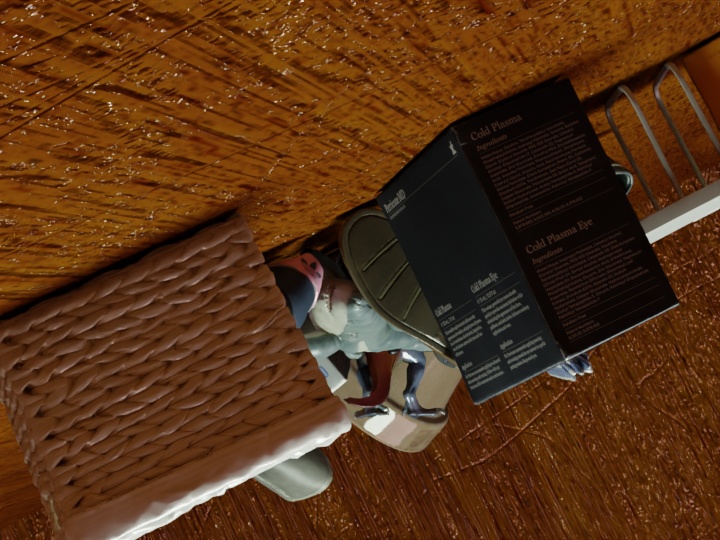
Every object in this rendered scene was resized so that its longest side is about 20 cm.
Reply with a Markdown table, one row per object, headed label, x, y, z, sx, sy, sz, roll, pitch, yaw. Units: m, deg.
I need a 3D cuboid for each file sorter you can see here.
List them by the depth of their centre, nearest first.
| label | x | y | z | sx | sy | sz | roll | pitch | yaw |
| --- | --- | --- | --- | --- | --- | --- | --- | --- | --- |
| file sorter | 0.200 | -0.072 | 1.673 | 0.199 | 0.125 | 0.139 | -27 | 174 | -1 |

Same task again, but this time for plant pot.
| label | x | y | z | sx | sy | sz | roll | pitch | yaw |
| --- | --- | --- | --- | --- | --- | --- | --- | --- | --- |
| plant pot | 0.051 | 0.061 | 2.088 | 0.175 | 0.200 | 0.200 | -46 | 169 | 18 |

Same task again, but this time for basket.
| label | x | y | z | sx | sy | sz | roll | pitch | yaw |
| --- | --- | --- | --- | --- | --- | --- | --- | --- | --- |
| basket | -0.138 | 0.086 | 1.331 | 0.199 | 0.161 | 0.198 | -26 | 175 | -14 |

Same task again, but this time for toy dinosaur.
| label | x | y | z | sx | sy | sz | roll | pitch | yaw |
| --- | --- | --- | --- | --- | --- | --- | --- | --- | --- |
| toy dinosaur | 0.041 | 0.049 | 1.908 | 0.104 | 0.183 | 0.200 | -2 | 170 | 5 |

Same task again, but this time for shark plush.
| label | x | y | z | sx | sy | sz | roll | pitch | yaw |
| --- | --- | --- | --- | --- | --- | --- | --- | --- | --- |
| shark plush | 0.016 | 0.054 | 1.697 | 0.083 | 0.091 | 0.200 | -2 | 153 | 33 |

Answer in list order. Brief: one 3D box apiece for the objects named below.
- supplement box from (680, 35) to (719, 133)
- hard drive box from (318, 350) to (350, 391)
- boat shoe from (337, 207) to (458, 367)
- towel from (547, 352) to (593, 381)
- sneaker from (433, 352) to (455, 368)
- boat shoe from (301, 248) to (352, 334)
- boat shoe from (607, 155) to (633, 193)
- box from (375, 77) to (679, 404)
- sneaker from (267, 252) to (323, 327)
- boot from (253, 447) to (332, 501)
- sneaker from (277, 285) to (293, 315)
| label | x | y | z | sx | sy | sz | roll | pitch | yaw |
| --- | --- | --- | --- | --- | --- | --- | --- | --- | --- |
| supplement box | 0.365 | -0.152 | 1.704 | 0.073 | 0.127 | 0.200 | -30 | 173 | 33 |
| hard drive box | -0.107 | 0.119 | 1.951 | 0.200 | 0.077 | 0.156 | -40 | -172 | 10 |
| boat shoe | 0.052 | 0.024 | 1.630 | 0.072 | 0.200 | 0.068 | -46 | -164 | -3 |
| towel | 0.110 | 0.013 | 1.650 | 0.024 | 0.200 | 0.147 | -43 | -179 | -4 |
| sneaker | 0.150 | 0.014 | 1.864 | 0.199 | 0.087 | 0.075 | -23 | 141 | 2 |
| boat shoe | 0.000 | 0.000 | 1.773 | 0.200 | 0.072 | 0.072 | -37 | 170 | 0 |
| boat shoe | 0.199 | -0.067 | 1.918 | 0.200 | 0.062 | 0.073 | -33 | 138 | -51 |
| box | 0.118 | -0.017 | 1.477 | 0.104 | 0.183 | 0.200 | -25 | 176 | -20 |
| sneaker | -0.089 | 0.036 | 1.659 | 0.082 | 0.070 | 0.200 | -49 | -165 | -25 |
| boot | -0.103 | 0.134 | 1.681 | 0.073 | 0.200 | 0.182 | -50 | -154 | -9 |
| sneaker | -0.130 | 0.044 | 1.538 | 0.199 | 0.076 | 0.115 | -17 | -176 | 20 |
